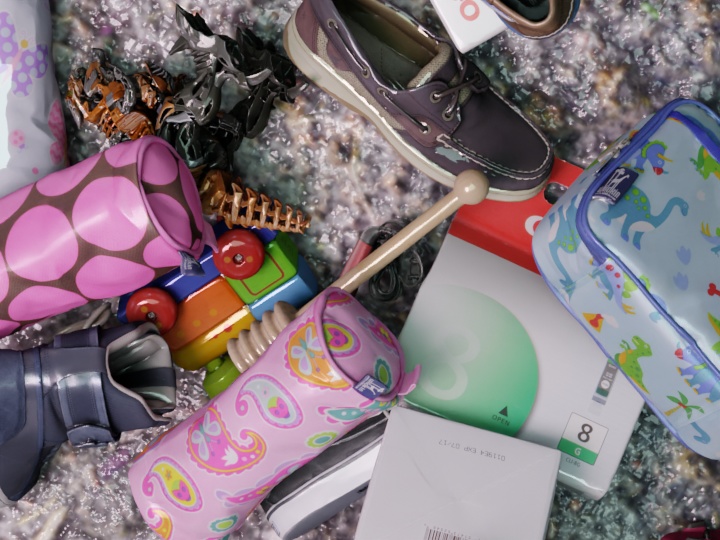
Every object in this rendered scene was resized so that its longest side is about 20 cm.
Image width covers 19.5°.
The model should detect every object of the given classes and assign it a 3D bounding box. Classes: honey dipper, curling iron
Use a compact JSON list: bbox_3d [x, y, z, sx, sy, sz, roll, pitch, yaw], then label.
[{"bbox_3d":[0.000,0.000,1.325,0.200,0.038,0.038,-39,94,14],"label":"honey dipper"},{"bbox_3d":[-0.019,0.059,1.359,0.049,0.026,0.201,30,89,2],"label":"curling iron"}]

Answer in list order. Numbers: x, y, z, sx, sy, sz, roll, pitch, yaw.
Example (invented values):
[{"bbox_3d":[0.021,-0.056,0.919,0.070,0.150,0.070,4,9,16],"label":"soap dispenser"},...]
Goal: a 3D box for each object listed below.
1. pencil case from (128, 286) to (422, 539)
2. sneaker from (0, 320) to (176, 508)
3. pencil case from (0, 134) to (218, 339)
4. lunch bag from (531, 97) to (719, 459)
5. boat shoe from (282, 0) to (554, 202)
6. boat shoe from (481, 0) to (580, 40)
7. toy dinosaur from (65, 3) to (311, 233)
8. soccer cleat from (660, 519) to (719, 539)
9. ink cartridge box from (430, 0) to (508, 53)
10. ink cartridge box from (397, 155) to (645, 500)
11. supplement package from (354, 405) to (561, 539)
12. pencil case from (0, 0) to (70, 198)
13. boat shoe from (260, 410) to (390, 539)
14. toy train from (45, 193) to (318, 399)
[{"bbox_3d":[-0.056,0.096,1.301,0.200,0.087,0.088,-40,94,29],"label":"pencil case"},{"bbox_3d":[-0.188,0.096,1.366,0.145,0.202,0.077,-12,70,-4],"label":"sneaker"},{"bbox_3d":[-0.193,-0.007,1.315,0.199,0.094,0.091,-20,61,19],"label":"pencil case"},{"bbox_3d":[0.217,0.001,1.317,0.200,0.161,0.082,49,145,-3],"label":"lunch bag"},{"bbox_3d":[0.042,-0.118,1.346,0.200,0.065,0.072,36,58,3],"label":"boat shoe"},{"bbox_3d":[0.061,-0.224,1.247,0.072,0.072,0.200,-43,92,12],"label":"boat shoe"},{"bbox_3d":[-0.104,-0.090,1.358,0.199,0.102,0.136,34,102,6],"label":"toy dinosaur"},{"bbox_3d":[0.294,0.218,1.382,0.199,0.070,0.087,5,100,5],"label":"soccer cleat"},{"bbox_3d":[0.114,-0.248,1.316,0.199,0.084,0.145,-29,95,12],"label":"ink cartridge box"},{"bbox_3d":[0.120,0.024,1.344,0.160,0.050,0.201,24,80,1],"label":"ink cartridge box"},{"bbox_3d":[0.050,0.195,1.333,0.113,0.110,0.200,14,144,4],"label":"supplement package"},{"bbox_3d":[-0.238,-0.128,1.372,0.083,0.091,0.201,-5,100,7],"label":"pencil case"},{"bbox_3d":[0.015,0.100,1.394,0.199,0.074,0.068,-34,75,5],"label":"boat shoe"},{"bbox_3d":[-0.115,0.047,1.400,0.199,0.085,0.116,-33,108,11],"label":"toy train"}]
